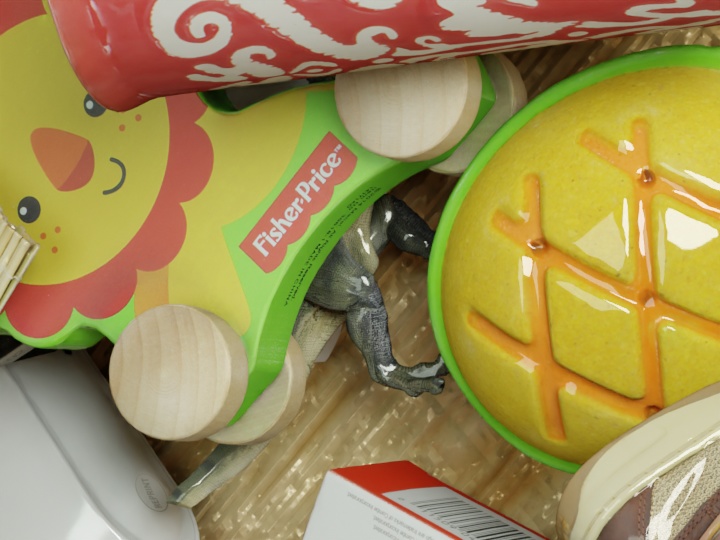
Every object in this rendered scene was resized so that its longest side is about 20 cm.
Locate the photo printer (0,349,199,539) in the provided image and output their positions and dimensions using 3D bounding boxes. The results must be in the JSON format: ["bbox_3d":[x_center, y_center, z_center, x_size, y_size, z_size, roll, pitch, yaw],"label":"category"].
[{"bbox_3d":[-0.162,0.096,1.027,0.166,0.069,0.200,-46,67,24],"label":"photo printer"}]

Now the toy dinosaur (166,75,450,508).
[{"bbox_3d":[0.000,0.000,0.915,0.088,0.047,0.201,17,94,9],"label":"toy dinosaur"}]

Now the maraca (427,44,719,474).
[{"bbox_3d":[0.114,-0.013,0.830,0.200,0.107,0.137,-35,98,15],"label":"maraca"}]

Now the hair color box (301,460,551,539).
[{"bbox_3d":[0.012,0.183,0.919,0.111,0.064,0.201,27,102,29],"label":"hair color box"}]

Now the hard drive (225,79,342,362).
[{"bbox_3d":[-0.075,-0.063,0.998,0.200,0.026,0.132,25,103,30],"label":"hard drive"}]

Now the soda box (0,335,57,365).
[{"bbox_3d":[-0.144,-0.069,0.980,0.071,0.063,0.201,-32,80,36],"label":"soda box"}]

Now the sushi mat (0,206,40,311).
[{"bbox_3d":[-0.191,0.042,0.916,0.096,0.012,0.200,43,110,29],"label":"sushi mat"}]

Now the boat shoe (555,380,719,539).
[{"bbox_3d":[0.159,0.051,0.780,0.200,0.072,0.072,-30,46,-4],"label":"boat shoe"}]

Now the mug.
[{"bbox_3d":[0.010,-0.126,0.749,0.199,0.178,0.134,-3,74,13],"label":"mug"}]

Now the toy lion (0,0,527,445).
[{"bbox_3d":[-0.070,-0.048,0.887,0.192,0.069,0.200,45,104,20],"label":"toy lion"}]
